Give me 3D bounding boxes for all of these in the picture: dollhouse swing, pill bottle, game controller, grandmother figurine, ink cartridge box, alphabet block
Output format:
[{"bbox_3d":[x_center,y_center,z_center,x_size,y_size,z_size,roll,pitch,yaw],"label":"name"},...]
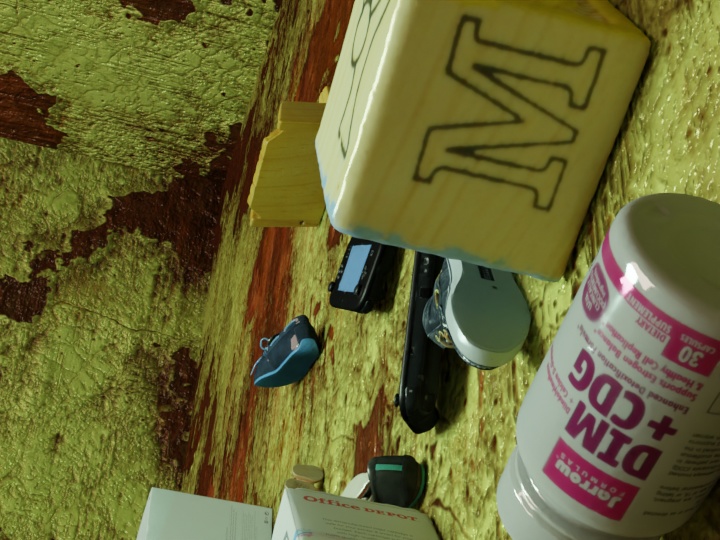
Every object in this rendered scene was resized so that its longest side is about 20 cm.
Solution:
[{"bbox_3d":[-0.117,-0.205,2.052,0.176,0.180,0.201,58,139,44],"label":"dollhouse swing"},{"bbox_3d":[0.151,0.070,0.662,0.114,0.112,0.201,-95,20,-53],"label":"pill bottle"},{"bbox_3d":[0.000,0.000,1.551,0.200,0.042,0.105,-178,99,-77],"label":"game controller"},{"bbox_3d":[0.063,0.055,1.191,0.104,0.042,0.202,77,-160,-68],"label":"game controller"},{"bbox_3d":[-0.098,0.367,1.662,0.121,0.060,0.202,-44,-27,-60],"label":"grandmother figurine"},{"bbox_3d":[0.003,0.276,1.060,0.200,0.146,0.086,-124,49,-75],"label":"ink cartridge box"},{"bbox_3d":[0.085,-0.137,0.972,0.196,0.194,0.202,-105,29,-62],"label":"alphabet block"}]

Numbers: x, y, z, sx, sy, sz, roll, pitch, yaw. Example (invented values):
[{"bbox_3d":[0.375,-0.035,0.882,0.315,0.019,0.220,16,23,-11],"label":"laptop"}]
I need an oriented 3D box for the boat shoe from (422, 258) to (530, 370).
[{"bbox_3d":[0.096,0.046,1.056,0.201,0.070,0.092,-86,12,-61],"label":"boat shoe"}]

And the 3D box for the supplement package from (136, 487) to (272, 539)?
[{"bbox_3d":[-0.250,0.471,1.904,0.192,0.198,0.148,-93,20,-52],"label":"supplement package"}]

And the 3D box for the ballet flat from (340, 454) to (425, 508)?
[{"bbox_3d":[0.005,0.248,1.263,0.068,0.068,0.201,-91,17,-45],"label":"ballet flat"}]

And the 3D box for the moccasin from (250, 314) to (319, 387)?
[{"bbox_3d":[-0.110,0.127,1.908,0.200,0.080,0.069,-39,53,52],"label":"moccasin"}]
